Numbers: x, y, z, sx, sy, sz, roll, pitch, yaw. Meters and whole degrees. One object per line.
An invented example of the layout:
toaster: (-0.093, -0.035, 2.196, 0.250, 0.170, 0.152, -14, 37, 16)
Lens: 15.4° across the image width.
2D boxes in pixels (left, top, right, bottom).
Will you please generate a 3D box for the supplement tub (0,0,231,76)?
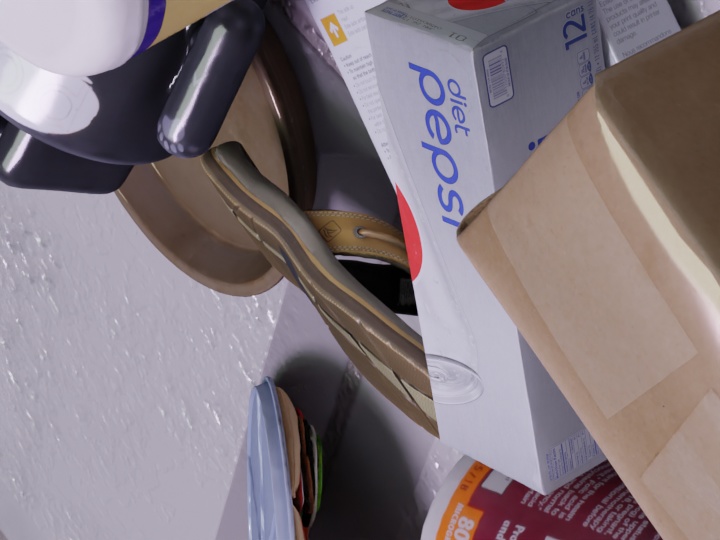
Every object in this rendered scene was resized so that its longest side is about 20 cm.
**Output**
supplement tub: (-0.065, -0.179, 1.037, 0.145, 0.200, 0.145, 40, 149, 30)

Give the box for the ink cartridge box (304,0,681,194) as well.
ink cartridge box: (0.069, -0.064, 1.094, 0.196, 0.043, 0.200, -15, 100, 61)

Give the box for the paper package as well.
paper package: (0.165, 0.011, 0.859, 0.200, 0.191, 0.103, 55, 145, 11)

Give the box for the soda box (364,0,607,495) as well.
soda box: (0.060, -0.017, 1.042, 0.068, 0.063, 0.200, 26, 136, 47)

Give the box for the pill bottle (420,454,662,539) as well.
pill bottle: (0.126, 0.138, 1.098, 0.200, 0.114, 0.114, 17, 127, 51)

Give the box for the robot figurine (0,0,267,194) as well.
robot figurine: (-0.105, -0.128, 1.195, 0.150, 0.125, 0.200, 32, 117, 2)

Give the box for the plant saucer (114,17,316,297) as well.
plant saucer: (-0.084, -0.083, 1.329, 0.200, 0.029, 0.200, 37, 142, 37)

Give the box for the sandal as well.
sandal: (0.000, 0.000, 1.209, 0.200, 0.054, 0.080, 48, 171, 33)

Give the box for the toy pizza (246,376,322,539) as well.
toy pizza: (-0.035, 0.154, 1.373, 0.200, 0.032, 0.200, 178, 90, -83)
